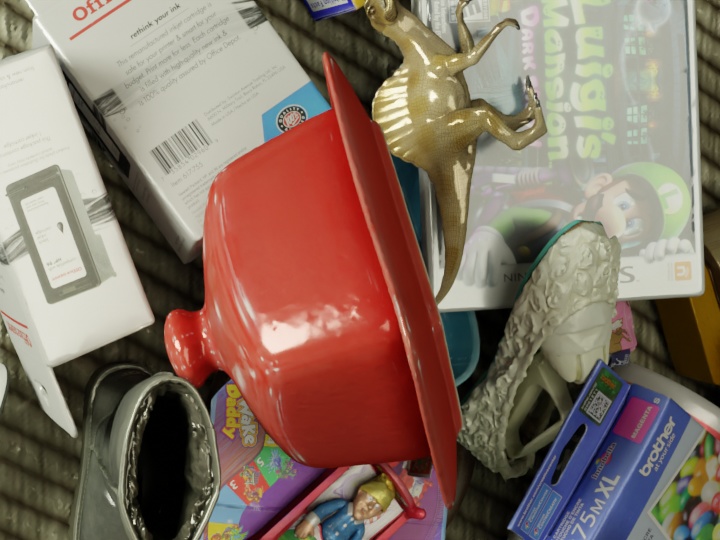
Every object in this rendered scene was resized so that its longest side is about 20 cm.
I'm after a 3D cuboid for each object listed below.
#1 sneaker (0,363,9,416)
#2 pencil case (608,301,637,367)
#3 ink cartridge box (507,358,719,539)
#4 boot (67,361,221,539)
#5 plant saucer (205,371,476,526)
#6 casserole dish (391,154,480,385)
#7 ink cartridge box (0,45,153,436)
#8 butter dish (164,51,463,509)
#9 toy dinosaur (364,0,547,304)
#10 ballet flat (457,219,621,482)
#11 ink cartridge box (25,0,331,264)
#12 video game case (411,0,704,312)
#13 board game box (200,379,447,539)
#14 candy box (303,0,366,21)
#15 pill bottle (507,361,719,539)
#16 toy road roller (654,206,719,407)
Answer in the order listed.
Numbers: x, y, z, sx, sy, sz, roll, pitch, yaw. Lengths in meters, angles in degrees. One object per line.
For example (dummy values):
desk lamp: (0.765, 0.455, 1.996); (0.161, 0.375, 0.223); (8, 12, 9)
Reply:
sneaker: (-0.289, 0.123, 0.902); (0.120, 0.083, 0.202); (28, 75, -26)
pencil case: (0.127, -0.033, 1.061); (0.082, 0.086, 0.203); (-11, 95, -14)
ink cartridge box: (0.183, 0.154, 0.982); (0.200, 0.042, 0.120); (39, 79, -33)
boot: (-0.119, 0.139, 0.910); (0.072, 0.200, 0.185); (-8, 97, -22)
plant saucer: (-0.005, 0.112, 1.045); (0.198, 0.037, 0.203); (-2, 95, -23)
casserole dish: (0.000, 0.000, 1.013); (0.120, 0.039, 0.202); (-15, 81, -24)
ink cartridge box: (-0.179, -0.018, 0.913); (0.067, 0.116, 0.202); (-22, 102, -18)
butter dish: (-0.035, 0.024, 0.874); (0.146, 0.201, 0.201); (-16, 58, 1)
toy dinosaur: (0.058, -0.087, 0.962); (0.100, 0.058, 0.203); (-15, 88, 7)
ballet flat: (0.118, 0.056, 0.985); (0.071, 0.201, 0.072); (12, 44, -12)
ink cartridge box: (-0.114, -0.122, 0.951); (0.115, 0.068, 0.201); (-35, 88, -16)
video game case: (0.124, -0.080, 1.002); (0.179, 0.023, 0.203); (-3, 93, -10)
board game box: (-0.013, 0.142, 0.937); (0.156, 0.039, 0.203); (8, 81, -21)
candy box: (0.003, -0.284, 0.998); (0.168, 0.077, 0.201); (-35, 107, -17)
pill bottle: (0.167, 0.174, 1.072); (0.119, 0.119, 0.202); (33, 81, -20)
toy road roller: (0.299, 0.051, 1.104); (0.122, 0.146, 0.202); (-24, 102, -19)
